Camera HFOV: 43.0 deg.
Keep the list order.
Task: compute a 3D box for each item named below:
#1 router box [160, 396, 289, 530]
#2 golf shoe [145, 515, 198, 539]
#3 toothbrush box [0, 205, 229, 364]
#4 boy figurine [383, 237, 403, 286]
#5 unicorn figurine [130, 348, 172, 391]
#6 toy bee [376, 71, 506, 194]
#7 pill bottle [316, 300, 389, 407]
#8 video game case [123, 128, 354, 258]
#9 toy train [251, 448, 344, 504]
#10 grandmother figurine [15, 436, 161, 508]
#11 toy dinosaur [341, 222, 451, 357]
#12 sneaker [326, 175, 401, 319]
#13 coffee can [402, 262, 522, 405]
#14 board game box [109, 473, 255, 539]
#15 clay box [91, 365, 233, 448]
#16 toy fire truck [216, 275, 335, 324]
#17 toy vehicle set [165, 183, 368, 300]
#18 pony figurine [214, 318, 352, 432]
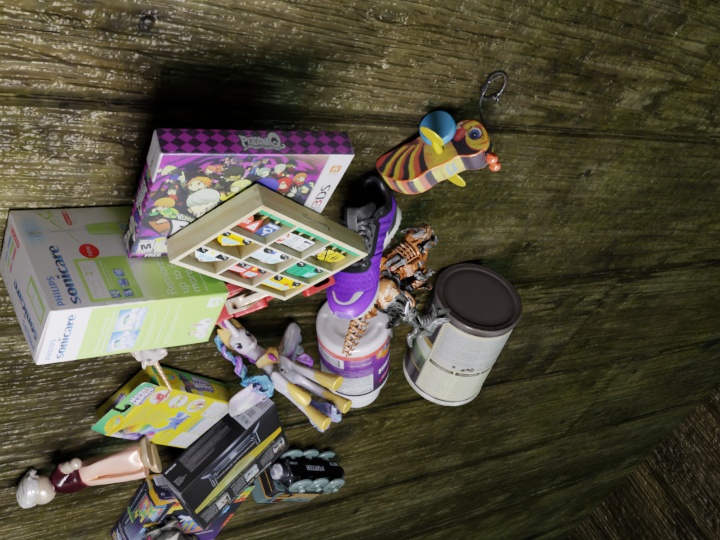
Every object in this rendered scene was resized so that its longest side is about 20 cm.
[{"bbox_3d":[-0.210,0.301,1.460,0.200,0.052,0.158,-42,151,-23],"label":"router box"},{"bbox_3d":[-0.307,0.493,1.549,0.077,0.088,0.200,-29,150,-10],"label":"golf shoe"},{"bbox_3d":[-0.266,0.009,0.987,0.199,0.146,0.086,-6,139,-37],"label":"toothbrush box"},{"bbox_3d":[0.000,0.000,1.297,0.199,0.064,0.125,9,121,-47],"label":"boy figurine"},{"bbox_3d":[-0.290,0.065,1.124,0.199,0.074,0.137,18,132,-36],"label":"unicorn figurine"},{"bbox_3d":[0.122,-0.157,1.161,0.131,0.109,0.200,16,123,-49],"label":"toy bee"},{"bbox_3d":[-0.009,0.131,1.419,0.111,0.112,0.200,-24,147,-16],"label":"pill bottle"},{"bbox_3d":[-0.128,-0.076,0.938,0.199,0.036,0.181,-3,150,-27],"label":"video game case"},{"bbox_3d":[-0.115,0.387,1.702,0.114,0.086,0.200,-34,152,23],"label":"toy train"},{"bbox_3d":[-0.392,0.290,1.295,0.199,0.061,0.121,-17,147,-2],"label":"grandmother figurine"},{"bbox_3d":[0.041,0.030,1.259,0.200,0.102,0.136,-39,126,7],"label":"toy dinosaur"},{"bbox_3d":[-0.005,-0.038,1.167,0.069,0.201,0.100,7,147,17],"label":"sneaker"},{"bbox_3d":[0.165,0.109,1.518,0.146,0.147,0.200,-14,143,-29],"label":"coffee can"},{"bbox_3d":[-0.305,0.411,1.574,0.199,0.057,0.166,3,131,-45],"label":"board game box"},{"bbox_3d":[-0.285,0.195,1.311,0.115,0.048,0.200,-40,147,13],"label":"clay box"},{"bbox_3d":[-0.142,0.032,1.150,0.199,0.049,0.141,-24,-173,-16],"label":"toy fire truck"},{"bbox_3d":[-0.095,-0.024,0.987,0.124,0.027,0.200,-29,153,23],"label":"toy vehicle set"},{"bbox_3d":[-0.110,0.146,1.294,0.167,0.199,0.193,-53,159,-17],"label":"pony figurine"}]
